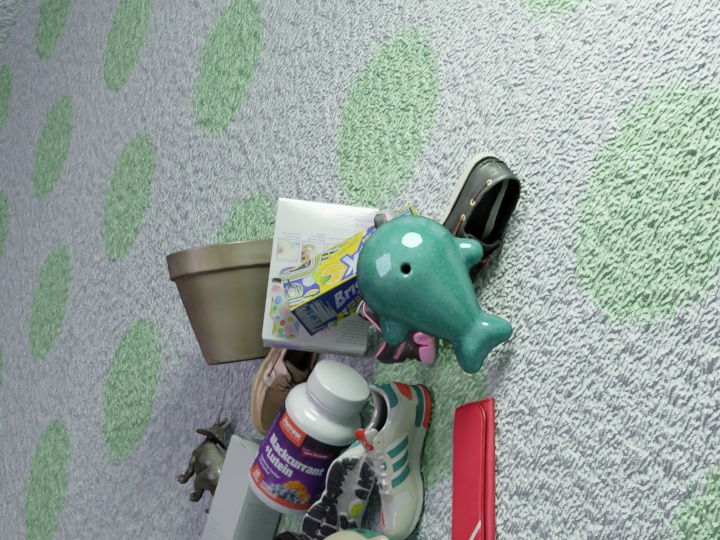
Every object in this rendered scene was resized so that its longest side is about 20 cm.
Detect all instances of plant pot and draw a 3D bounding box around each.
[{"bbox_3d":[-0.187,0.050,2.116,0.199,0.198,0.176,-14,81,57],"label":"plant pot"}]

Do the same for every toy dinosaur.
[{"bbox_3d":[-0.233,0.317,2.175,0.201,0.076,0.103,-107,35,-46],"label":"toy dinosaur"}]

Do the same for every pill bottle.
[{"bbox_3d":[-0.067,0.224,1.887,0.201,0.110,0.112,-61,33,25],"label":"pill bottle"}]

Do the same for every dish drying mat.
[{"bbox_3d":[0.130,0.253,1.630,0.077,0.018,0.202,-28,55,54],"label":"dish drying mat"}]

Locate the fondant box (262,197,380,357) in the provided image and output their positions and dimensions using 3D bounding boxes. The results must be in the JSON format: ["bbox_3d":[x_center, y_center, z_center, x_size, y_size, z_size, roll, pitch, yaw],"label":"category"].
[{"bbox_3d":[-0.054,0.010,1.914,0.058,0.143,0.202,105,171,-75],"label":"fondant box"}]

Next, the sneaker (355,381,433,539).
[{"bbox_3d":[0.030,0.234,1.734,0.070,0.093,0.202,-10,70,58],"label":"sneaker"}]

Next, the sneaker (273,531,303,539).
[{"bbox_3d":[-0.119,0.443,1.892,0.075,0.105,0.202,-48,40,40],"label":"sneaker"}]

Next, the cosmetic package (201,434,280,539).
[{"bbox_3d":[-0.170,0.356,2.054,0.101,0.073,0.202,28,100,59],"label":"cosmetic package"}]

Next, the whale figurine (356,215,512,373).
[{"bbox_3d":[0.083,0.027,1.619,0.159,0.200,0.104,-44,-8,3],"label":"whale figurine"}]

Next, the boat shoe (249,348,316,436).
[{"bbox_3d":[-0.107,0.148,2.029,0.064,0.071,0.202,19,94,61],"label":"boat shoe"}]

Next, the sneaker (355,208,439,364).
[{"bbox_3d":[0.034,0.026,1.737,0.079,0.094,0.202,-38,-65,-74],"label":"sneaker"}]

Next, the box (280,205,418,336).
[{"bbox_3d":[0.000,0.000,1.816,0.199,0.064,0.070,-28,46,9],"label":"box"}]

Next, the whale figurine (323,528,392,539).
[{"bbox_3d":[0.030,0.392,1.691,0.199,0.103,0.161,19,108,38],"label":"whale figurine"}]

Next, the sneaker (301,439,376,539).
[{"bbox_3d":[-0.016,0.297,1.829,0.201,0.077,0.080,-64,-6,35],"label":"sneaker"}]

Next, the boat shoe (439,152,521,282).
[{"bbox_3d":[0.133,-0.040,1.689,0.063,0.073,0.203,47,124,47],"label":"boat shoe"}]
